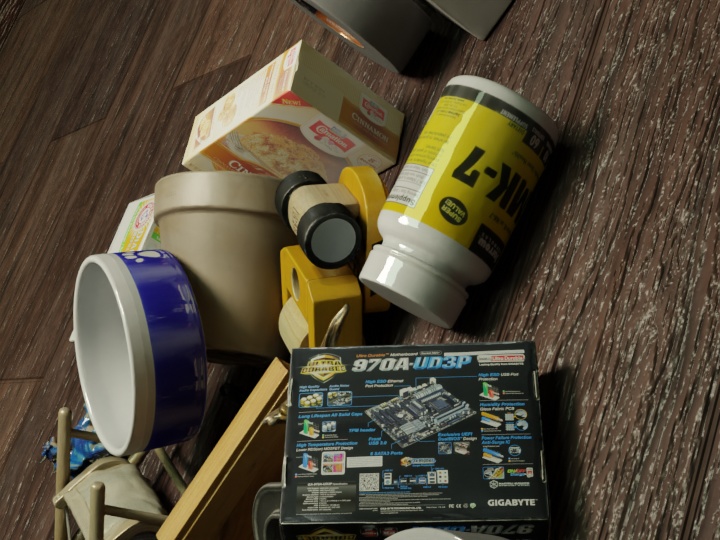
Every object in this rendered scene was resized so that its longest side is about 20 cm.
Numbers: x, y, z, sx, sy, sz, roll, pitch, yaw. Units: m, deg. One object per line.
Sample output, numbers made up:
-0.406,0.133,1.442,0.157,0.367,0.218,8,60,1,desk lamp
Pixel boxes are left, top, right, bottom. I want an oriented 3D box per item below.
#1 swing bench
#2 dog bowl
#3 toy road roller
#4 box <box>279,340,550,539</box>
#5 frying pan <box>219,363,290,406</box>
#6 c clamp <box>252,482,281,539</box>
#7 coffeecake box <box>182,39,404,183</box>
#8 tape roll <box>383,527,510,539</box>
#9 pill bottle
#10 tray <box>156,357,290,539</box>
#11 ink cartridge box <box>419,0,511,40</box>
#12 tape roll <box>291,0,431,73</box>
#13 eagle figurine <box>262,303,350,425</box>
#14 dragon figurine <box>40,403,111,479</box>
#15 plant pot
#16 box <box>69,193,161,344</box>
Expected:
-0.273,0.282,1.361,0.199,0.128,0.202,38,108,60,swing bench
-0.226,0.081,1.314,0.200,0.078,0.203,25,118,58,dog bowl
0.000,0.000,1.249,0.123,0.144,0.203,-127,35,-61,toy road roller
0.041,0.131,0.982,0.197,0.046,0.160,-2,49,4,box
-0.100,0.156,1.314,0.189,0.031,0.116,-23,44,51,frying pan
-0.040,0.254,1.051,0.199,0.027,0.173,-26,72,56,c clamp
-0.075,-0.145,1.433,0.199,0.153,0.074,-27,42,43,coffeecake box
0.059,0.277,0.868,0.199,0.066,0.203,-20,64,47,tape roll
0.085,-0.059,1.149,0.114,0.114,0.202,16,76,60,pill bottle
-0.092,0.190,1.200,0.201,0.098,0.037,-55,31,5,tray
0.087,-0.370,1.403,0.147,0.145,0.200,-53,30,9,ink cartridge box
-0.019,-0.302,1.432,0.066,0.199,0.200,-54,29,4,tape roll
0.008,0.158,1.084,0.200,0.150,0.153,41,143,29,eagle figurine
-0.330,0.225,1.573,0.100,0.059,0.199,-61,29,-5,dragon figurine
-0.128,0.006,1.364,0.199,0.198,0.176,-11,69,52,plant pot
-0.257,0.018,1.602,0.101,0.112,0.202,-11,52,52,box
